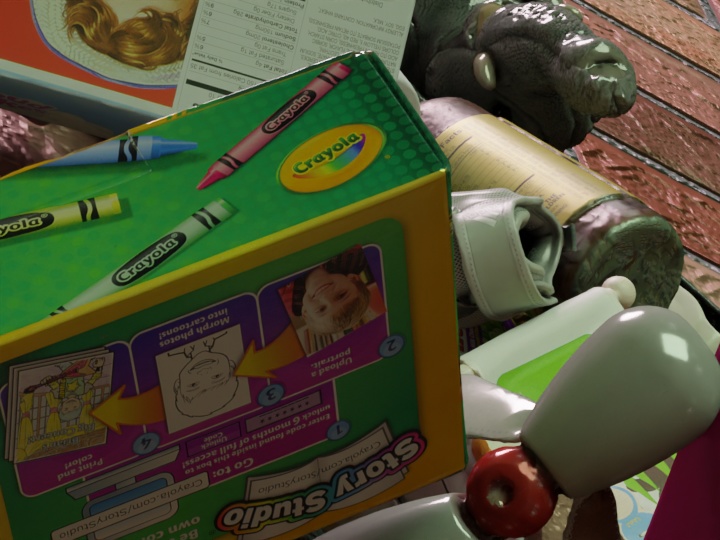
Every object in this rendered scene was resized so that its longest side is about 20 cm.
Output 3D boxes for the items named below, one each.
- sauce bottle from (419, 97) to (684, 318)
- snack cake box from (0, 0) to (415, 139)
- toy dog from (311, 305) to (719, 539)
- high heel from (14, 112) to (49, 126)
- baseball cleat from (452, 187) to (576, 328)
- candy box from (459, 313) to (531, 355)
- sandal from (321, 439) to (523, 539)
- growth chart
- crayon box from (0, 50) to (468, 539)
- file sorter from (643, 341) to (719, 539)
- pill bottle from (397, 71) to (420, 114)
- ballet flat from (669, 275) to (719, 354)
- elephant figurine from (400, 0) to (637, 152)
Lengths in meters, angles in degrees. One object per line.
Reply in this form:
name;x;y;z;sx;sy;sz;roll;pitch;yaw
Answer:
sauce bottle;0.050;-0.033;1.207;0.064;0.065;0.200;15;14;-41
snack cake box;-0.082;-0.108;1.086;0.199;0.116;0.067;16;-9;-11
toy dog;0.028;0.095;0.877;0.096;0.199;0.133;31;42;-70
high heel;-0.140;-0.162;1.151;0.096;0.201;0.067;24;-14;-33
baseball cleat;0.000;0.000;1.060;0.199;0.106;0.070;-20;96;-46
candy box;0.036;0.023;1.210;0.102;0.026;0.200;32;22;1
sandal;0.014;0.077;0.991;0.079;0.059;0.207;46;-8;39
growth chart;0.130;0.071;1.036;0.199;0.018;0.145;33;34;16
crayon box;-0.071;0.032;0.780;0.199;0.119;0.058;-21;47;-15
file sorter;0.155;0.142;0.873;0.125;0.201;0.139;5;33;-20
pill bottle;-0.062;-0.110;1.219;0.112;0.112;0.200;9;34;-48
ballet flat;0.151;0.056;1.188;0.200;0.073;0.073;45;24;24
elephant figurine;0.054;-0.091;1.311;0.200;0.142;0.155;50;24;26
